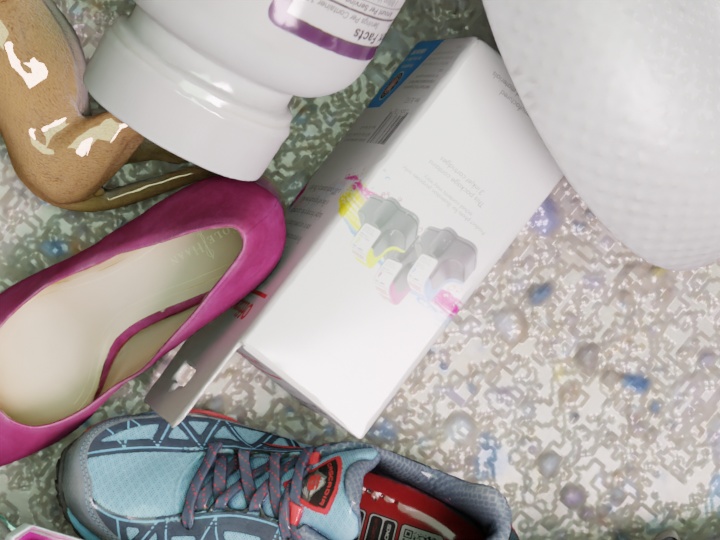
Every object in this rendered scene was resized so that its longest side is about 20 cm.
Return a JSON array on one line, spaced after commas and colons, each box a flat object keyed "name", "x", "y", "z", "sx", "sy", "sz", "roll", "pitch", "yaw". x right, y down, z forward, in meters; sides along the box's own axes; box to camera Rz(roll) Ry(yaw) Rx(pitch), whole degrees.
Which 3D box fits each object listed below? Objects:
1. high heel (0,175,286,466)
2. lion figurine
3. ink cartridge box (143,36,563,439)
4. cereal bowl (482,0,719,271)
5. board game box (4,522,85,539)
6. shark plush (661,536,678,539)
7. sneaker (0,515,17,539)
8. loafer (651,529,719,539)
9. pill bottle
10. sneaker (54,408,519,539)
[{"name": "high heel", "x": -0.113, "y": 0.029, "z": 1.157, "sx": 0.200, "sy": 0.096, "sz": 0.067, "roll": -31, "pitch": 95, "yaw": 9}, {"name": "lion figurine", "x": -0.139, "y": -0.087, "z": 1.181, "sx": 0.122, "sy": 0.072, "sz": 0.200, "roll": -34, "pitch": 97, "yaw": -3}, {"name": "ink cartridge box", "x": 0.000, "y": 0.000, "z": 1.177, "sx": 0.068, "sy": 0.115, "sz": 0.200, "roll": 39, "pitch": 86, "yaw": -10}, {"name": "cereal bowl", "x": 0.130, "y": -0.106, "z": 1.149, "sx": 0.083, "sy": 0.200, "sz": 0.200, "roll": -24, "pitch": 95, "yaw": 27}, {"name": "board game box", "x": -0.087, "y": 0.221, "z": 1.130, "sx": 0.200, "sy": 0.026, "sz": 0.200, "roll": 22, "pitch": 83, "yaw": -39}, {"name": "shark plush", "x": 0.069, "y": 0.190, "z": 1.168, "sx": 0.083, "sy": 0.091, "sz": 0.200, "roll": 20, "pitch": 96, "yaw": -46}, {"name": "sneaker", "x": -0.138, "y": 0.148, "z": 1.187, "sx": 0.200, "sy": 0.075, "sz": 0.089, "roll": 0, "pitch": 79, "yaw": -7}, {"name": "loafer", "x": 0.132, "y": 0.150, "z": 1.221, "sx": 0.200, "sy": 0.070, "sz": 0.070, "roll": -5, "pitch": 131, "yaw": -16}, {"name": "pill bottle", "x": -0.026, "y": -0.140, "z": 1.102, "sx": 0.112, "sy": 0.112, "sz": 0.200, "roll": 30, "pitch": 103, "yaw": -7}, {"name": "sneaker", "x": -0.026, "y": 0.092, "z": 1.179, "sx": 0.200, "sy": 0.096, "sz": 0.079, "roll": 12, "pitch": 66, "yaw": -11}]
